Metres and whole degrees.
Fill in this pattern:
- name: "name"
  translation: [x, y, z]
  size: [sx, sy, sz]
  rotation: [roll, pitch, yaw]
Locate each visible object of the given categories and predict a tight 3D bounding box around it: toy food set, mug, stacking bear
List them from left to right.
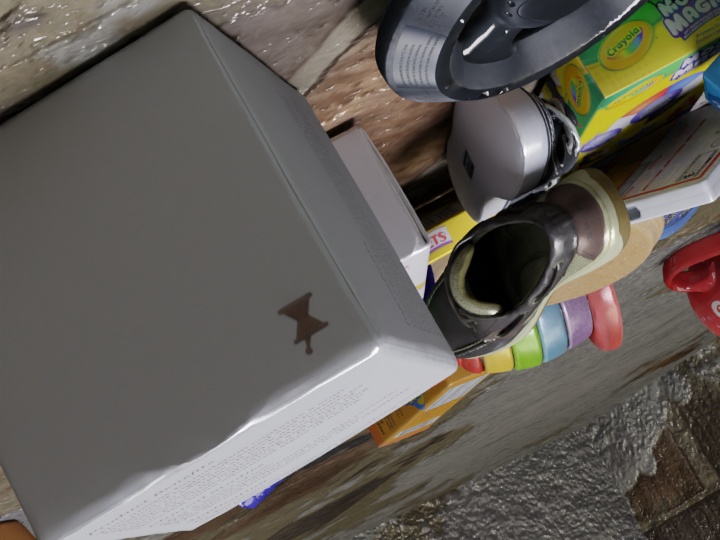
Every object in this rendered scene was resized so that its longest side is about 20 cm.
- name: "stacking bear"
  translation: [0.109, 0.040, 1.618]
  size: [0.200, 0.122, 0.114]
  rotation: [-21, 170, -4]
- name: "toy food set"
  translation: [0.136, -0.022, 1.453]
  size: [0.198, 0.049, 0.200]
  rotation: [-9, 158, -5]
- name: "mug"
  translation: [0.467, -0.005, 2.236]
  size: [0.177, 0.134, 0.200]
  rotation: [-25, 165, -27]

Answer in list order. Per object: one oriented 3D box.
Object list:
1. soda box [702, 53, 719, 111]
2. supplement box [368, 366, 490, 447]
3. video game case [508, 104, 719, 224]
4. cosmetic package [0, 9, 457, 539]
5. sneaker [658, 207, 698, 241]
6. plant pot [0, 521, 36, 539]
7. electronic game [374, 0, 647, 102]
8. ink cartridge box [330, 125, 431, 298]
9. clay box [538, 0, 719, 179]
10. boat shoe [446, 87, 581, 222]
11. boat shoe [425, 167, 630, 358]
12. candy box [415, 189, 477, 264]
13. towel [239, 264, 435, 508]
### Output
- name: "soda box"
  translation: [0.288, -0.161, 1.107]
  size: [0.200, 0.068, 0.064]
  rotation: [-49, 167, 2]
- name: "supplement box"
  translation: [0.063, 0.108, 1.898]
  size: [0.069, 0.067, 0.200]
  rotation: [-19, 165, -29]
- name: "video game case"
  translation: [0.174, -0.062, 1.261]
  size: [0.200, 0.017, 0.143]
  rotation: [-16, -160, 42]
- name: "cosmetic package"
  translation: [-0.078, 0.012, 0.866]
  size: [0.167, 0.167, 0.200]
  rotation: [-31, 169, 7]
- name: "sneaker"
  translation: [0.270, -0.094, 1.540]
  size: [0.200, 0.075, 0.078]
  rotation: [-33, 160, -18]
- name: "plant pot"
  translation: [-0.320, 0.306, 1.635]
  size: [0.200, 0.140, 0.200]
  rotation: [-27, 169, -6]
- name: "electronic game"
  translation: [0.092, -0.147, 0.898]
  size: [0.200, 0.042, 0.200]
  rotation: [-32, 163, -11]
- name: "ink cartridge box"
  translation: [-0.041, 0.005, 1.133]
  size: [0.145, 0.084, 0.200]
  rotation: [-28, 169, -5]
- name: "clay box"
  translation: [0.171, -0.123, 1.183]
  size: [0.115, 0.048, 0.200]
  rotation: [-29, 170, -11]
- name: "boat shoe"
  translation: [0.099, -0.076, 1.148]
  size: [0.068, 0.072, 0.200]
  rotation: [-23, 171, -7]
- name: "boat shoe"
  translation: [0.080, 0.002, 1.134]
  size: [0.066, 0.072, 0.201]
  rotation: [-16, 166, -34]
- name: "candy box"
  translation: [0.000, 0.000, 1.288]
  size: [0.200, 0.026, 0.102]
  rotation: [-29, -173, -3]
- name: "towel"
  translation: [-0.028, 0.067, 1.366]
  size: [0.200, 0.050, 0.148]
  rotation: [-46, -167, 10]
